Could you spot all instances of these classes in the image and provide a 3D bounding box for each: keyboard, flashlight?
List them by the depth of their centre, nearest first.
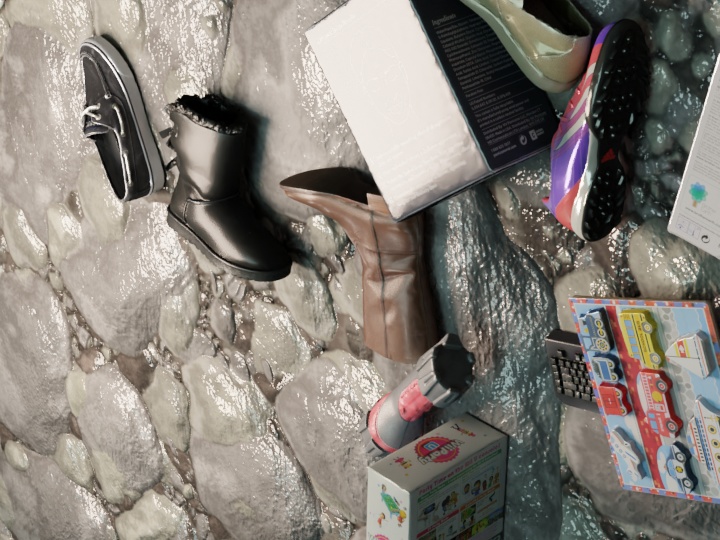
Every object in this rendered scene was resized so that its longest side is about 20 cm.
[{"bbox_3d":[0.250,0.085,1.350,0.199,0.021,0.128,10,117,44],"label":"keyboard"},{"bbox_3d":[0.059,0.137,1.521,0.068,0.068,0.200,46,150,3],"label":"flashlight"}]

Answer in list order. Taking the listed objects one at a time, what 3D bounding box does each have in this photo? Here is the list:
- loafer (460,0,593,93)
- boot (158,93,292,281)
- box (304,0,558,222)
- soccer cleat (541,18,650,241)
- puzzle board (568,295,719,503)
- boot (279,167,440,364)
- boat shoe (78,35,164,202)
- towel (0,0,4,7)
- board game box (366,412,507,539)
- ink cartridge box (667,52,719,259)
[{"bbox_3d":[0.131,-0.246,1.275,0.200,0.076,0.068,49,137,4],"label":"loafer"},{"bbox_3d":[-0.147,-0.096,1.656,0.198,0.073,0.163,32,127,34],"label":"boot"},{"bbox_3d":[0.065,-0.169,1.354,0.148,0.107,0.201,-24,91,51],"label":"box"},{"bbox_3d":[0.195,-0.124,1.272,0.073,0.068,0.201,35,134,41],"label":"soccer cleat"},{"bbox_3d":[0.268,0.117,1.324,0.150,0.017,0.201,2,117,48],"label":"puzzle board"},{"bbox_3d":[0.000,0.000,1.551,0.186,0.064,0.201,15,124,41],"label":"boot"},{"bbox_3d":[-0.301,-0.179,1.779,0.072,0.068,0.201,-10,102,49],"label":"boat shoe"},{"bbox_3d":[-0.542,-0.386,1.955,0.200,0.048,0.172,-33,81,50],"label":"towel"},{"bbox_3d":[0.078,0.268,1.533,0.064,0.147,0.201,27,127,39],"label":"board game box"},{"bbox_3d":[0.320,-0.092,1.168,0.119,0.042,0.201,34,134,32],"label":"ink cartridge box"}]
